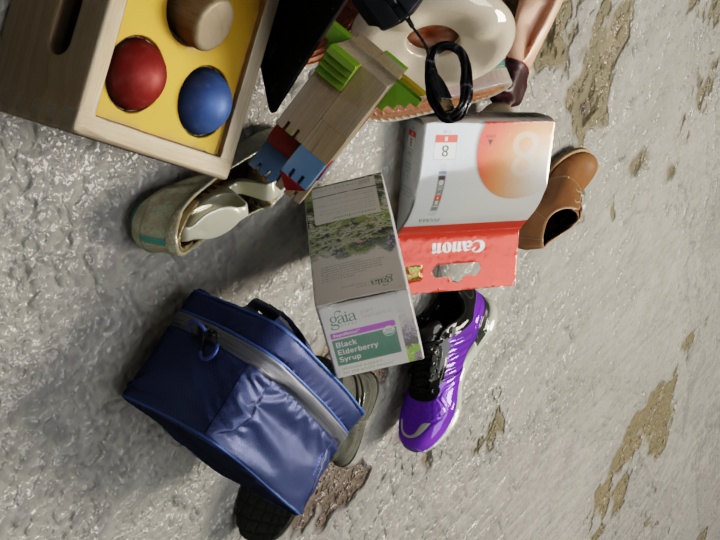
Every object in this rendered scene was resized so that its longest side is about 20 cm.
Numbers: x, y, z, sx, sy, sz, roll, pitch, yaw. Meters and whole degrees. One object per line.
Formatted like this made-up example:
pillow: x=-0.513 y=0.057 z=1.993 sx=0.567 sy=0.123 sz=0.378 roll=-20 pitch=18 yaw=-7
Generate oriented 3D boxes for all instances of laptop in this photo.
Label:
laptop: x=-0.001 y=-0.250 z=0.895 sx=0.115 sy=0.187 sz=0.201 roll=2 pitch=61 yaw=-27

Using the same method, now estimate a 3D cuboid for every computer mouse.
computer mouse: x=0.036 y=-0.198 z=0.936 sx=0.059 sy=0.200 sz=0.034 roll=-38 pitch=148 yaw=16

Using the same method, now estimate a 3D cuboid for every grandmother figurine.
grandmother figurine: x=0.170 y=-0.226 z=1.293 sx=0.121 sy=0.060 sz=0.201 roll=23 pitch=85 yaw=-54

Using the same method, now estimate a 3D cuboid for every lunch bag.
lunch bag: x=-0.097 y=0.103 z=1.010 sx=0.133 sy=0.135 sz=0.200 roll=-57 pitch=142 yaw=-17

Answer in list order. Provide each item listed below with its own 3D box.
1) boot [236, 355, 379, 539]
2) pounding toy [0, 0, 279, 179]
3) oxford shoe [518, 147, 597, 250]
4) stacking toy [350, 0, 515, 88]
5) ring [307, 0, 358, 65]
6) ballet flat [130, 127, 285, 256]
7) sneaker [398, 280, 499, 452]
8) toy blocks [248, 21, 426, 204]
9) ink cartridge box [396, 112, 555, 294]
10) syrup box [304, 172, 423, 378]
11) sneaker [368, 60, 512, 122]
boot: x=-0.042 y=0.188 z=1.190 sx=0.131 sy=0.068 sz=0.201 roll=33 pitch=79 yaw=-60
pounding toy: x=-0.144 y=-0.182 z=0.816 sx=0.184 sy=0.142 sz=0.201 roll=14 pitch=94 yaw=-55
oxford shoe: x=0.252 y=-0.084 z=1.457 sx=0.200 sy=0.071 sz=0.072 roll=-46 pitch=136 yaw=-34
stacking toy: x=0.064 y=-0.281 z=1.066 sx=0.146 sy=0.146 sz=0.201 roll=37 pitch=47 yaw=-53
ring: x=-0.040 y=-0.278 z=1.022 sx=0.200 sy=0.019 sz=0.201 roll=-27 pitch=126 yaw=-44
ballet flat: x=-0.105 y=-0.062 z=0.991 sx=0.200 sy=0.062 sz=0.068 roll=-37 pitch=133 yaw=-39
sneaker: x=0.078 y=0.100 z=1.314 sx=0.099 sy=0.069 sz=0.201 roll=40 pitch=68 yaw=-46
toy blocks: x=-0.031 y=-0.117 z=0.941 sx=0.137 sy=0.100 sz=0.200 roll=-50 pitch=-177 yaw=15
ink cartridge box: x=0.119 y=-0.068 z=1.250 sx=0.161 sy=0.050 sz=0.201 roll=-4 pitch=107 yaw=-25
syrup box: x=0.000 y=0.000 z=1.046 sx=0.200 sy=0.078 sz=0.082 roll=-100 pitch=176 yaw=-55
sneaker: x=0.059 y=-0.200 z=1.157 sx=0.199 sy=0.071 sz=0.080 roll=-15 pitch=82 yaw=-36
